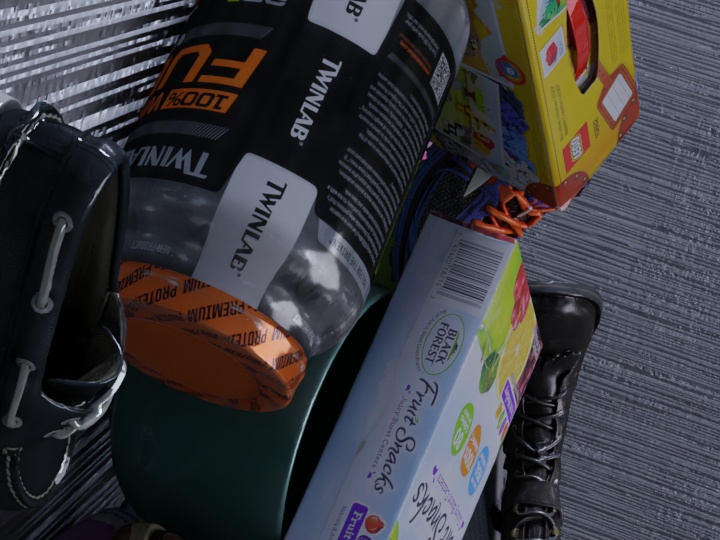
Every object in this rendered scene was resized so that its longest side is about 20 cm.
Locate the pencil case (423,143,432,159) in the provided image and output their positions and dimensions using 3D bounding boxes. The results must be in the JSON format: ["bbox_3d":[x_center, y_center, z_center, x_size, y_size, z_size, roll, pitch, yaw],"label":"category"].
[{"bbox_3d":[0.010,-0.059,1.044,0.088,0.087,0.201,90,22,-62],"label":"pencil case"}]

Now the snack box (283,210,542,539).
[{"bbox_3d":[0.028,0.092,0.768,0.202,0.053,0.142,-65,159,-17],"label":"snack box"}]

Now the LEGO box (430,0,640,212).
[{"bbox_3d":[0.051,-0.142,0.758,0.077,0.148,0.201,-49,149,-17],"label":"LEGO box"}]

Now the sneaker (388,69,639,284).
[{"bbox_3d":[0.084,-0.054,0.859,0.075,0.078,0.201,31,88,-49],"label":"sneaker"}]

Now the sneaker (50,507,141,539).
[{"bbox_3d":[-0.138,0.215,0.752,0.114,0.072,0.203,-48,155,-75],"label":"sneaker"}]

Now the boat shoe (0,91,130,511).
[{"bbox_3d":[-0.114,0.027,0.552,0.201,0.060,0.076,97,15,-50],"label":"boat shoe"}]

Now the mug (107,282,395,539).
[{"bbox_3d":[-0.062,0.081,0.767,0.152,0.113,0.187,45,65,-70],"label":"mug"}]

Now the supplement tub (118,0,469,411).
[{"bbox_3d":[-0.037,-0.049,0.668,0.123,0.121,0.202,89,21,-65],"label":"supplement tub"}]

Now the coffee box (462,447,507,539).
[{"bbox_3d":[0.028,0.213,1.163,0.200,0.195,0.202,-47,132,-67],"label":"coffee box"}]

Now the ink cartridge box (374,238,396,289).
[{"bbox_3d":[0.000,0.000,0.902,0.200,0.075,0.149,34,74,-55],"label":"ink cartridge box"}]

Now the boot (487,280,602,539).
[{"bbox_3d":[0.116,0.116,0.985,0.201,0.068,0.176,86,8,-61],"label":"boot"}]

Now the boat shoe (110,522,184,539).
[{"bbox_3d":[-0.069,0.169,0.713,0.203,0.074,0.076,81,15,-65],"label":"boat shoe"}]

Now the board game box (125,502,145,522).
[{"bbox_3d":[-0.042,0.202,0.881,0.103,0.198,0.106,-28,136,-76],"label":"board game box"}]
